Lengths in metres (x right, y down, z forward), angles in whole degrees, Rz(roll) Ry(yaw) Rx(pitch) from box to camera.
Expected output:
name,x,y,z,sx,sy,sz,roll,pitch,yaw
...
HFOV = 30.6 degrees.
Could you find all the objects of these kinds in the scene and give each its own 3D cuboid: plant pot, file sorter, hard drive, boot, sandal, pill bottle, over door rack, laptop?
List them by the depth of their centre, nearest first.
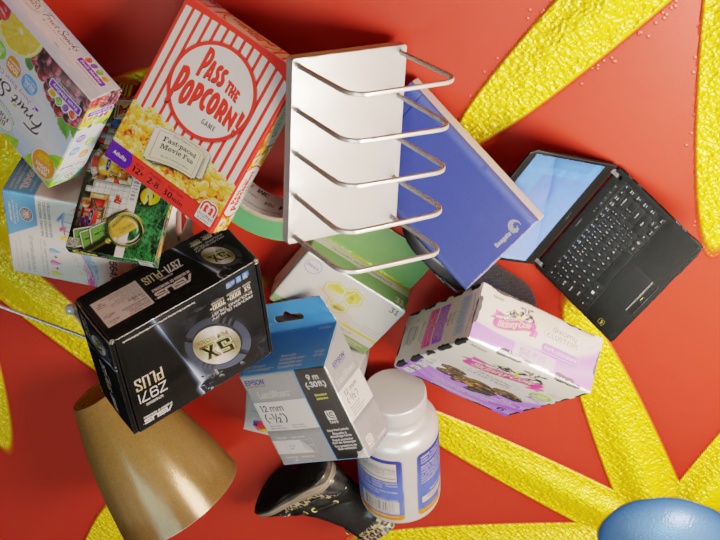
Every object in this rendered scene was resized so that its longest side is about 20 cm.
name,x,y,z,sx,sy,sz,roll,pitch,yaw
file sorter,0.010,-0.112,1.343,0.137,0.124,0.202,-12,119,-29
hard drive,0.089,-0.092,1.436,0.200,0.025,0.132,48,130,4
laptop,0.237,-0.023,1.450,0.200,0.103,0.178,46,133,10
sandal,0.120,0.004,1.528,0.199,0.077,0.043,37,130,-20
over door rack,-0.358,0.011,1.617,0.198,0.149,0.067,12,135,4
pill bottle,0.049,0.227,1.723,0.111,0.113,0.202,5,131,11
plant pot,-0.299,0.242,1.802,0.185,0.187,0.201,-22,110,30
boot,-0.049,0.334,1.865,0.150,0.074,0.200,32,141,-21

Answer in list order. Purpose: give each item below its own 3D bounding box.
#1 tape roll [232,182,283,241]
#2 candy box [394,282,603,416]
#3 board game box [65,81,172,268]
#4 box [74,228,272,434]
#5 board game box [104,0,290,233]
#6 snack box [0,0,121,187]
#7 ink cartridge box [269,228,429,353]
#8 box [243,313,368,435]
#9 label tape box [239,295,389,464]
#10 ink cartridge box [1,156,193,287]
name,x,y,z,sx,sy,sz,roll,pitch,yaw
tape roll,-0.092,-0.131,1.463,0.198,0.048,0.202,11,124,16
candy box,0.158,0.097,1.543,0.166,0.072,0.200,25,158,-16
board game box,-0.252,-0.108,1.461,0.103,0.202,0.023,10,164,3
box,-0.212,0.066,1.526,0.086,0.199,0.165,42,151,35
board game box,-0.161,-0.166,1.394,0.151,0.046,0.201,34,107,11
snack box,-0.361,-0.212,1.431,0.200,0.053,0.142,48,133,11
ink cartridge box,0.000,0.000,1.581,0.145,0.048,0.200,31,133,-13
box,-0.073,0.149,1.736,0.154,0.041,0.201,13,131,6
label tape box,-0.070,0.138,1.620,0.142,0.066,0.201,-10,116,38
ink cartridge box,-0.298,-0.067,1.548,0.198,0.126,0.129,11,133,6
